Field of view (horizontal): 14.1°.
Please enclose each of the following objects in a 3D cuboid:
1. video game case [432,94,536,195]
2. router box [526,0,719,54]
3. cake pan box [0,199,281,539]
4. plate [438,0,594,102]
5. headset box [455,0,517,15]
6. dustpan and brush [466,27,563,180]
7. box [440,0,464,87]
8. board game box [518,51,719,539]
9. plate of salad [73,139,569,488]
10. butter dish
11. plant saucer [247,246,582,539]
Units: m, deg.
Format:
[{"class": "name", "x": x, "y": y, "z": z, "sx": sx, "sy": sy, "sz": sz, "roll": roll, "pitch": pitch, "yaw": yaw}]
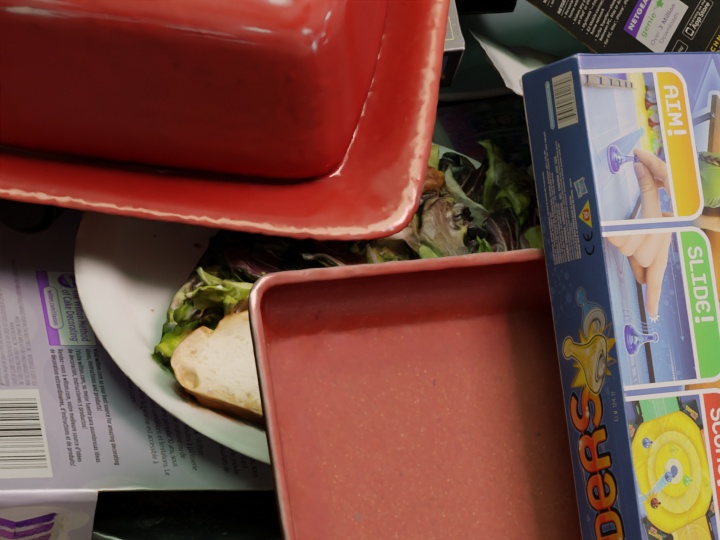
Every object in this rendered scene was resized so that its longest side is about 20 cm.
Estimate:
[{"class": "video game case", "x": 0.138, "y": -0.005, "z": 1.144, "sx": 0.182, "sy": 0.024, "sz": 0.200, "roll": -10, "pitch": 49, "yaw": -17}, {"class": "router box", "x": 0.151, "y": -0.100, "z": 1.120, "sx": 0.200, "sy": 0.052, "sz": 0.157, "roll": 5, "pitch": 29, "yaw": -49}, {"class": "cake pan box", "x": -0.068, "y": 0.032, "z": 1.035, "sx": 0.184, "sy": 0.052, "sz": 0.200, "roll": -2, "pitch": 40, "yaw": -16}, {"class": "plate", "x": 0.019, "y": -0.131, "z": 1.249, "sx": 0.200, "sy": 0.026, "sz": 0.200, "roll": 4, "pitch": 45, "yaw": -4}, {"class": "headset box", "x": -0.028, "y": -0.205, "z": 1.233, "sx": 0.174, "sy": 0.093, "sz": 0.200, "roll": -2, "pitch": 45, "yaw": -9}, {"class": "dustpan and brush", "x": 0.132, "y": -0.025, "z": 1.086, "sx": 0.200, "sy": 0.057, "sz": 0.140, "roll": 17, "pitch": 12, "yaw": -8}, {"class": "box", "x": -0.072, "y": -0.126, "z": 1.091, "sx": 0.200, "sy": 0.038, "sz": 0.137, "roll": -7, "pitch": 72, "yaw": -10}, {"class": "board game box", "x": 0.129, "y": 0.028, "z": 0.956, "sx": 0.135, "sy": 0.034, "sz": 0.200, "roll": -3, "pitch": 83, "yaw": -32}, {"class": "plate of salad", "x": 0.000, "y": 0.000, "z": 1.018, "sx": 0.200, "sy": 0.048, "sz": 0.200, "roll": 8, "pitch": 38, "yaw": -7}, {"class": "butter dish", "x": -0.065, "y": -0.129, "z": 0.981, "sx": 0.199, "sy": 0.148, "sz": 0.200, "roll": 7, "pitch": 62, "yaw": 1}, {"class": "plant saucer", "x": 0.055, "y": 0.094, "z": 0.940, "sx": 0.199, "sy": 0.037, "sz": 0.200, "roll": -5, "pitch": 84, "yaw": -32}]
